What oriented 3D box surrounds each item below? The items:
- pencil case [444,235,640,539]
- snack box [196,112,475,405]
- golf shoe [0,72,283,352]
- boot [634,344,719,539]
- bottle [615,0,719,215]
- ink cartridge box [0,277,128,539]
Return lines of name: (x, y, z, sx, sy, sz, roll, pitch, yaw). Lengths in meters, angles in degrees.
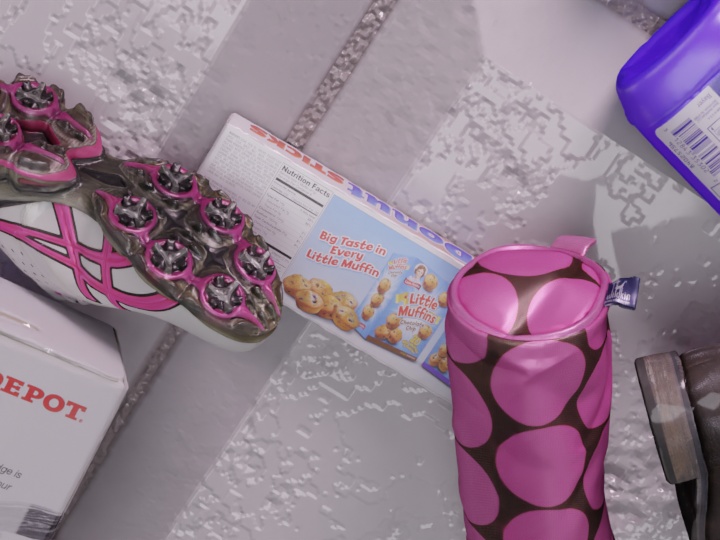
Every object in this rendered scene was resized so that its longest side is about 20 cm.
pencil case: (0.094, 0.084, 0.888, 0.090, 0.094, 0.201, 11, 127, 21)
snack box: (0.000, 0.000, 0.911, 0.199, 0.024, 0.072, 31, 108, -7)
golf shoe: (-0.125, -0.016, 0.881, 0.199, 0.073, 0.092, 35, 135, 14)
boot: (0.237, 0.080, 0.863, 0.173, 0.070, 0.200, -17, 140, 10)
bottle: (0.217, -0.046, 0.855, 0.200, 0.065, 0.084, 43, 105, -11)
ink cartridge box: (-0.223, 0.098, 0.868, 0.144, 0.084, 0.201, 25, 104, -20)
